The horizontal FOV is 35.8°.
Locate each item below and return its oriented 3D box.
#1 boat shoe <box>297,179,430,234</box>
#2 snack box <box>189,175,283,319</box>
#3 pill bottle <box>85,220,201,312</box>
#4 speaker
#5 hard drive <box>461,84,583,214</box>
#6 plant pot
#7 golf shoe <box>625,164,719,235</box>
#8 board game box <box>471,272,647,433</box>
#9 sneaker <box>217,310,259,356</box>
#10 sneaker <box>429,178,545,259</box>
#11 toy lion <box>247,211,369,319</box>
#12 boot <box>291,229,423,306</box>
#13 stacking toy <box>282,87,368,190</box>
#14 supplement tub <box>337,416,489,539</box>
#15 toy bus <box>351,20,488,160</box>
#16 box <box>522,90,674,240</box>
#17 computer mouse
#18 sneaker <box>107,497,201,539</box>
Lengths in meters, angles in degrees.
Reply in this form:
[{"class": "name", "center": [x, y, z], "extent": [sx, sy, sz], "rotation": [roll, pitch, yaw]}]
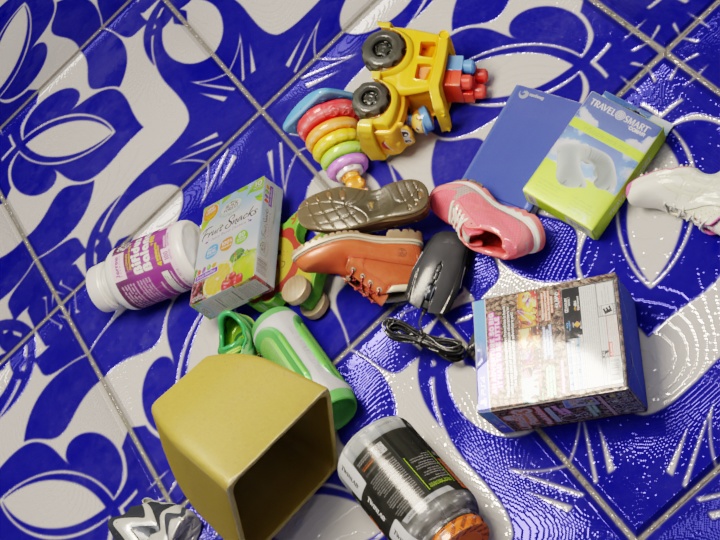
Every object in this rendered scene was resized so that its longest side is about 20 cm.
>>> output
[{"class": "boat shoe", "center": [0.007, -0.083, 1.651], "extent": [0.199, 0.068, 0.072], "rotation": [-7, 64, 10]}, {"class": "snack box", "center": [-0.196, -0.037, 1.774], "extent": [0.142, 0.053, 0.201], "rotation": [-23, 46, 31]}, {"class": "pill bottle", "center": [-0.352, -0.001, 1.849], "extent": [0.199, 0.112, 0.113], "rotation": [-21, 57, 19]}, {"class": "speaker", "center": [-0.084, 0.144, 1.638], "extent": [0.088, 0.088, 0.200], "rotation": [-42, 53, 5]}, {"class": "hard drive", "center": [0.239, -0.172, 1.650], "extent": [0.132, 0.025, 0.200], "rotation": [25, 80, 37]}, {"class": "plant pot", "center": [-0.172, 0.230, 1.521], "extent": [0.200, 0.195, 0.195], "rotation": [29, 55, 27]}, {"class": "golf shoe", "center": [0.445, -0.089, 1.462], "extent": [0.199, 0.075, 0.092], "rotation": [-2, 69, 30]}, {"class": "board game box", "center": [0.257, 0.111, 1.451], "extent": [0.199, 0.097, 0.160], "rotation": [-12, 61, 24]}, {"class": "sneaker", "center": [-0.183, 0.147, 1.695], "extent": [0.074, 0.084, 0.200], "rotation": [-31, 55, 13]}, {"class": "sneaker", "center": [0.164, -0.072, 1.590], "extent": [0.200, 0.074, 0.087], "rotation": [27, 40, 36]}, {"class": "toy lion", "center": [-0.107, -0.021, 1.757], "extent": [0.191, 0.069, 0.200], "rotation": [24, 79, 44]}, {"class": "boot", "center": [0.000, 0.000, 1.630], "extent": [0.199, 0.075, 0.108], "rotation": [-2, 71, -9]}, {"class": "stacking toy", "center": [-0.028, -0.182, 1.772], "extent": [0.116, 0.110, 0.201], "rotation": [-39, 63, 34]}, {"class": "supplement tub", "center": [0.069, 0.296, 1.450], "extent": [0.123, 0.123, 0.200], "rotation": [-46, 52, 2]}, {"class": "toy bus", "center": [0.097, -0.273, 1.733], "extent": [0.191, 0.136, 0.201], "rotation": [7, 71, 15]}, {"class": "box", "center": [0.334, -0.157, 1.562], "extent": [0.122, 0.048, 0.200], "rotation": [33, 85, 25]}, {"class": "computer mouse", "center": [0.130, 0.030, 1.581], "extent": [0.140, 0.046, 0.200], "rotation": [25, 64, 13]}, {"class": "sneaker", "center": [-0.336, 0.425, 1.646], "extent": [0.129, 0.079, 0.200], "rotation": [18, 76, 36]}]
